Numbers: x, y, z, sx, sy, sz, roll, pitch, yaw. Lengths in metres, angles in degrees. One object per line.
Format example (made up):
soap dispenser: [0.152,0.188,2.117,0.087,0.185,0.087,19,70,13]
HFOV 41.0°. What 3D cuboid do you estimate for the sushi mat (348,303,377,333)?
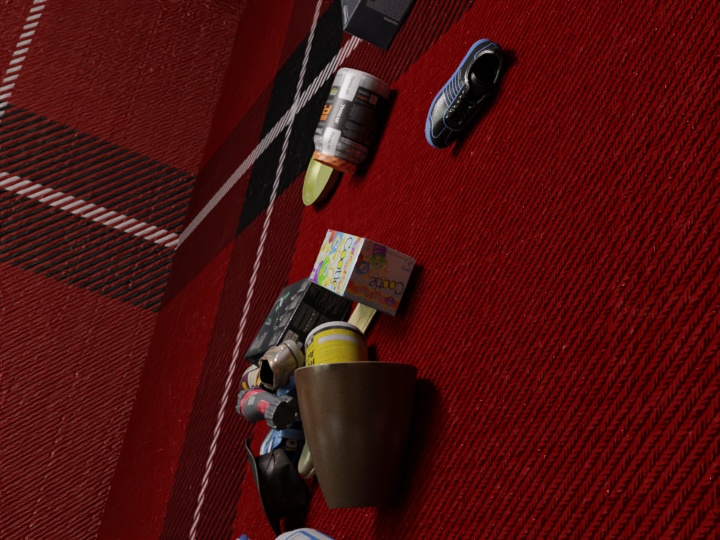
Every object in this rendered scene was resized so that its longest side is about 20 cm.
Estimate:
sushi mat: [0.010,0.072,1.742,0.201,0.012,0.096,-61,22,22]

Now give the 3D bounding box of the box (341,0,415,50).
box: [0.049,-0.641,2.157,0.200,0.117,0.197,-57,24,35]

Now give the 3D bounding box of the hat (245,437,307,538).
hat: [-0.143,0.383,1.728,0.201,0.080,0.202,161,90,-82]

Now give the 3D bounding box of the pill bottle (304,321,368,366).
pill bottle: [-0.037,0.190,1.615,0.112,0.111,0.201,-56,25,33]

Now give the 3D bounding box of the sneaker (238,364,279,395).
sneaker: [-0.211,0.246,2.059,0.200,0.075,0.090,-53,21,41]

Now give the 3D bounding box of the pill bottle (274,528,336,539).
pill bottle: [-0.073,0.455,1.462,0.200,0.112,0.113,-11,61,68]

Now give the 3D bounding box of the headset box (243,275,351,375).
headset box: [-0.127,0.114,1.884,0.175,0.093,0.200,-62,17,-23]

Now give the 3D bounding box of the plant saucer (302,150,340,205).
plant saucer: [-0.078,-0.241,2.236,0.200,0.031,0.201,-53,26,40]

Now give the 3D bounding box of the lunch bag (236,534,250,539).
lunch bag: [-0.158,0.530,1.526,0.075,0.201,0.160,-28,7,-13]

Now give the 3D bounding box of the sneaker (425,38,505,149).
sneaker: [0.171,-0.285,1.582,0.201,0.070,0.078,-62,15,17]

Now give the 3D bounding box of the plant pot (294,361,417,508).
plant pot: [-0.004,0.247,1.423,0.187,0.186,0.202,153,118,-61]

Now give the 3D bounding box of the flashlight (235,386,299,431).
flashlight: [-0.172,0.256,1.763,0.200,0.068,0.068,5,109,67]

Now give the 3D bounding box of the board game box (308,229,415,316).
board game box: [0.000,0.000,1.668,0.104,0.104,0.200,-69,20,0]

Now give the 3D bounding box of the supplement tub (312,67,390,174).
supplement tub: [-0.023,-0.312,2.028,0.201,0.122,0.122,-70,20,0]

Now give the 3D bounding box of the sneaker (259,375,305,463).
sneaker: [-0.129,0.294,1.818,0.082,0.073,0.201,-128,52,-65]

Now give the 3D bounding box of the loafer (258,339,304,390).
loafer: [-0.157,0.175,1.720,0.072,0.063,0.200,58,154,8]

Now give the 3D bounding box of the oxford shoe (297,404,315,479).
oxford shoe: [-0.086,0.269,1.719,0.071,0.073,0.201,-8,64,64]
